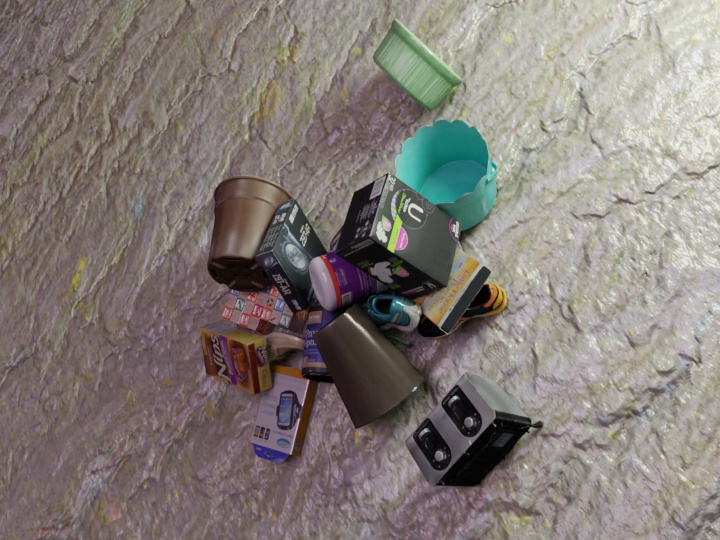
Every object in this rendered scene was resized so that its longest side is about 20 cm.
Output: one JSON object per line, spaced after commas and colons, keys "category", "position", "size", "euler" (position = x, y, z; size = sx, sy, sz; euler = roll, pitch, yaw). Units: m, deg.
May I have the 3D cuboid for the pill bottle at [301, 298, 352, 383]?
{"category": "pill bottle", "position": [-0.062, 0.133, 1.647], "size": [0.110, 0.111, 0.204], "euler": [-4, 72, 29]}

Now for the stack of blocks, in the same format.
{"category": "stack of blocks", "position": [-0.217, 0.087, 1.785], "size": [0.197, 0.058, 0.117], "euler": [15, 81, 33]}

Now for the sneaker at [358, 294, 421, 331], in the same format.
{"category": "sneaker", "position": [0.046, 0.073, 1.552], "size": [0.199, 0.079, 0.079], "euler": [-5, 62, 59]}

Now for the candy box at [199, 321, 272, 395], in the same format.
{"category": "candy box", "position": [-0.283, 0.195, 1.735], "size": [0.198, 0.056, 0.119], "euler": [11, 112, 47]}

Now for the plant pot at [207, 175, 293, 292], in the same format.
{"category": "plant pot", "position": [-0.257, -0.073, 1.753], "size": [0.197, 0.201, 0.202], "euler": [-10, 55, 27]}

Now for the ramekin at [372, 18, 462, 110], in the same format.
{"category": "ramekin", "position": [0.120, -0.446, 1.692], "size": [0.098, 0.199, 0.201], "euler": [-47, 57, 16]}

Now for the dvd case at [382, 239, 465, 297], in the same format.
{"category": "dvd case", "position": [0.124, -0.021, 1.642], "size": [0.198, 0.025, 0.153], "euler": [-31, 61, 19]}

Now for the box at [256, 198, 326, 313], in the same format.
{"category": "box", "position": [-0.145, -0.034, 1.676], "size": [0.043, 0.162, 0.202], "euler": [-16, 32, 23]}

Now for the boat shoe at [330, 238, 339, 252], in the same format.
{"category": "boat shoe", "position": [-0.009, -0.057, 1.675], "size": [0.201, 0.061, 0.073], "euler": [-51, 44, 33]}

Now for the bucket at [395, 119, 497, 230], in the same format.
{"category": "bucket", "position": [0.183, -0.190, 1.581], "size": [0.203, 0.135, 0.211], "euler": [-10, 61, 18]}

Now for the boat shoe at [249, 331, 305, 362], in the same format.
{"category": "boat shoe", "position": [-0.193, 0.177, 1.734], "size": [0.197, 0.072, 0.066], "euler": [-3, 72, 36]}

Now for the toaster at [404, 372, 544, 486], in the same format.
{"category": "toaster", "position": [0.203, 0.294, 1.400], "size": [0.182, 0.199, 0.119], "euler": [-50, 54, 15]}

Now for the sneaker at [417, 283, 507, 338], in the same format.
{"category": "sneaker", "position": [0.189, 0.072, 1.532], "size": [0.197, 0.090, 0.071], "euler": [-24, 63, 21]}

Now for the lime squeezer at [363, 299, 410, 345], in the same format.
{"category": "lime squeezer", "position": [0.039, 0.097, 1.643], "size": [0.070, 0.038, 0.202], "euler": [-37, 60, 11]}

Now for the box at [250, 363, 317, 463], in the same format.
{"category": "box", "position": [-0.169, 0.316, 1.692], "size": [0.117, 0.041, 0.204], "euler": [8, 80, 32]}

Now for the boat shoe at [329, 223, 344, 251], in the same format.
{"category": "boat shoe", "position": [0.011, -0.107, 1.721], "size": [0.199, 0.074, 0.074], "euler": [-37, 33, 19]}

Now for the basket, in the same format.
{"category": "basket", "position": [0.002, 0.181, 1.529], "size": [0.179, 0.136, 0.202], "euler": [-36, 89, 20]}

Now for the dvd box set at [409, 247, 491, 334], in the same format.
{"category": "dvd box set", "position": [0.161, 0.023, 1.522], "size": [0.148, 0.029, 0.200], "euler": [-55, 29, 5]}

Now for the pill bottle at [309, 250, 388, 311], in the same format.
{"category": "pill bottle", "position": [0.000, 0.000, 1.587], "size": [0.197, 0.113, 0.113], "euler": [-20, 58, -17]}

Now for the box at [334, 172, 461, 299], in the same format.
{"category": "box", "position": [0.076, -0.062, 1.492], "size": [0.123, 0.198, 0.151], "euler": [-21, 44, 52]}
